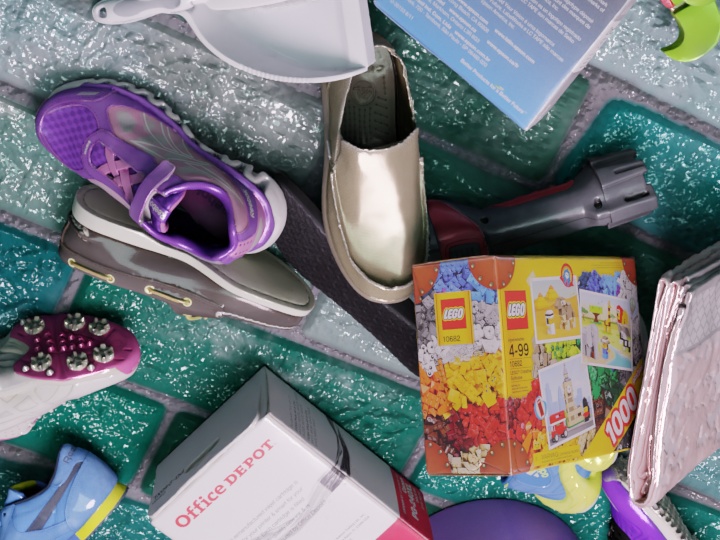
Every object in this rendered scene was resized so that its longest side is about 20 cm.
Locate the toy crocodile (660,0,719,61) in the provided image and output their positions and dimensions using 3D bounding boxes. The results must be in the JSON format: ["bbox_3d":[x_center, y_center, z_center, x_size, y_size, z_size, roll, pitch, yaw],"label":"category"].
[{"bbox_3d":[0.206,-0.241,0.922,0.061,0.068,0.201,-27,116,11],"label":"toy crocodile"}]

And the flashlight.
[{"bbox_3d":[0.123,-0.045,1.020,0.198,0.068,0.068,-18,84,-1],"label":"flashlight"}]

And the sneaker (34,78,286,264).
[{"bbox_3d":[-0.150,-0.067,0.953,0.199,0.089,0.081,30,117,-2],"label":"sneaker"}]

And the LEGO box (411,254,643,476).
[{"bbox_3d":[0.130,0.066,0.974,0.077,0.199,0.151,-6,87,39],"label":"LEGO box"}]

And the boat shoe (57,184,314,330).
[{"bbox_3d":[-0.134,0.001,1.015,0.200,0.072,0.061,25,117,-9],"label":"boat shoe"}]

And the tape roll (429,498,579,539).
[{"bbox_3d":[0.118,0.308,1.195,0.198,0.066,0.202,-2,116,-4],"label":"tape roll"}]

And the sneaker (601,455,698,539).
[{"bbox_3d":[0.251,0.258,1.178,0.099,0.070,0.201,-32,115,14],"label":"sneaker"}]

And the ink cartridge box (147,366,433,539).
[{"bbox_3d":[-0.059,0.199,1.112,0.145,0.084,0.200,-42,112,16],"label":"ink cartridge box"}]

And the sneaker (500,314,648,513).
[{"bbox_3d":[0.170,0.118,1.097,0.104,0.076,0.202,9,117,-9],"label":"sneaker"}]

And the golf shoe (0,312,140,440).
[{"bbox_3d":[-0.270,0.090,1.054,0.198,0.076,0.092,-8,133,1],"label":"golf shoe"}]

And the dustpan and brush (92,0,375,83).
[{"bbox_3d":[-0.097,-0.194,0.918,0.198,0.057,0.141,-1,106,30],"label":"dustpan and brush"}]

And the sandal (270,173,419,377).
[{"bbox_3d":[0.000,0.000,1.017,0.200,0.045,0.075,45,152,0],"label":"sandal"}]

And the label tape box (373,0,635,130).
[{"bbox_3d":[0.125,-0.220,0.898,0.143,0.066,0.201,40,108,6],"label":"label tape box"}]

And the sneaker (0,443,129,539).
[{"bbox_3d":[-0.285,0.226,1.121,0.078,0.066,0.200,41,107,-10],"label":"sneaker"}]

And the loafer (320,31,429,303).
[{"bbox_3d":[0.008,-0.075,0.947,0.075,0.068,0.202,-10,92,-11],"label":"loafer"}]

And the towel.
[{"bbox_3d":[0.278,0.067,1.032,0.032,0.199,0.193,22,120,34],"label":"towel"}]
